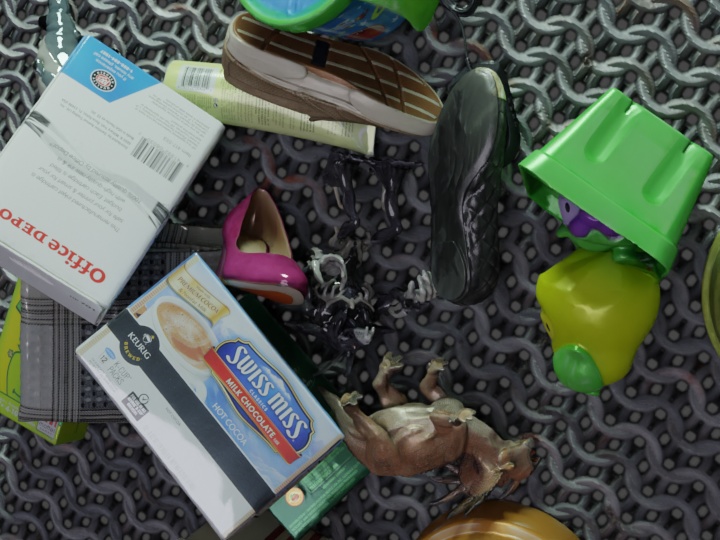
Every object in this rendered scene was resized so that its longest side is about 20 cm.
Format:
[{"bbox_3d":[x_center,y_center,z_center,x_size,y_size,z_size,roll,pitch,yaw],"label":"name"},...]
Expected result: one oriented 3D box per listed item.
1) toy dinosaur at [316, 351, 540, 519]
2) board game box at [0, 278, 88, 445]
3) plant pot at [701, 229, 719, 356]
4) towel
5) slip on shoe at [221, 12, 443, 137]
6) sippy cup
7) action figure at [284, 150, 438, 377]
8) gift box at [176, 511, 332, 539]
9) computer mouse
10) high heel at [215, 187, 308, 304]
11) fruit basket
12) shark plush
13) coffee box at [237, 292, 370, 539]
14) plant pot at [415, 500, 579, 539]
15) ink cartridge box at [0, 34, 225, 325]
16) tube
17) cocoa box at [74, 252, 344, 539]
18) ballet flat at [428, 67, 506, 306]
[{"bbox_3d":[0.050,0.153,1.095,0.198,0.086,0.136,3,123,17],"label":"toy dinosaur"},{"bbox_3d":[-0.292,0.055,1.220,0.101,0.048,0.202,24,101,23],"label":"board game box"},{"bbox_3d":[0.354,0.033,0.941,0.199,0.184,0.202,3,99,18],"label":"plant pot"},{"bbox_3d":[-0.219,0.048,1.164,0.191,0.035,0.202,2,102,-16],"label":"towel"},{"bbox_3d":[-0.026,-0.156,1.083,0.198,0.076,0.061,19,133,-6],"label":"slip on shoe"},{"bbox_3d":[-0.019,-0.254,1.046,0.139,0.130,0.179,-29,70,25],"label":"sippy cup"},{"bbox_3d":[0.000,0.000,1.094,0.118,0.102,0.202,4,94,-27],"label":"action figure"},{"bbox_3d":[-0.086,0.330,1.130,0.198,0.187,0.186,17,103,17],"label":"gift box"},{"bbox_3d":[0.095,-0.185,1.079,0.058,0.034,0.202,-13,92,30],"label":"computer mouse"},{"bbox_3d":[-0.081,-0.027,1.082,0.067,0.200,0.097,21,86,-25],"label":"high heel"},{"bbox_3d":[0.183,-0.017,0.983,0.155,0.215,0.216,36,107,10],"label":"fruit basket"},{"bbox_3d":[-0.265,-0.186,1.203,0.083,0.091,0.202,-16,71,1],"label":"shark plush"},{"bbox_3d":[-0.080,0.133,1.153,0.123,0.044,0.200,-43,86,-4],"label":"coffee box"},{"bbox_3d":[0.103,0.320,1.065,0.198,0.183,0.202,3,98,18],"label":"plant pot"},{"bbox_3d":[-0.234,-0.077,1.092,0.146,0.086,0.201,33,70,-8],"label":"ink cartridge box"},{"bbox_3d":[-0.079,-0.154,1.137,0.198,0.052,0.058,8,139,13],"label":"tube"},{"bbox_3d":[-0.123,0.109,1.065,0.131,0.133,0.200,-39,85,-8],"label":"cocoa box"},{"bbox_3d":[0.093,-0.070,1.061,0.066,0.057,0.202,12,101,36],"label":"ballet flat"}]
